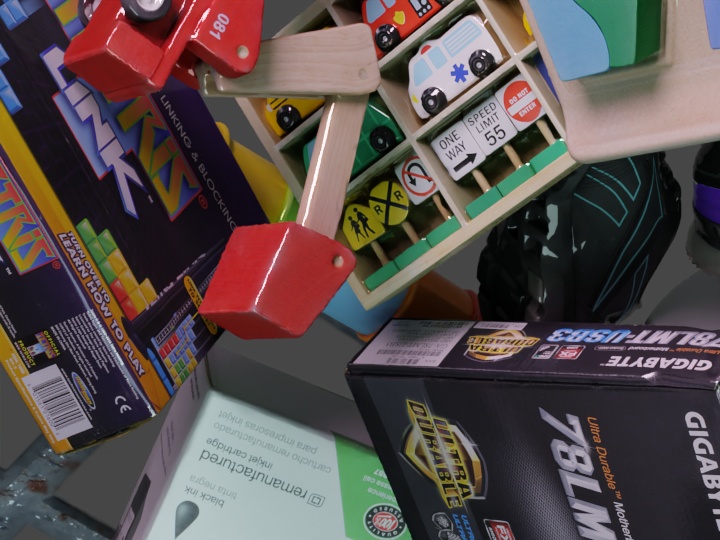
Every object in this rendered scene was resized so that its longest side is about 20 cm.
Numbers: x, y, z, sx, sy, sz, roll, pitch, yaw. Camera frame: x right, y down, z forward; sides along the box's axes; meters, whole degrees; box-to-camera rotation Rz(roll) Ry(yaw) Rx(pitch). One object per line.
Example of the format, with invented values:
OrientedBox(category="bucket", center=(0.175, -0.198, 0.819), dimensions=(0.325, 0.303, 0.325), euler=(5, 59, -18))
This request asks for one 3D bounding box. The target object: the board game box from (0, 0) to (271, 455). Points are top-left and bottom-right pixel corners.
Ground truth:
OrientedBox(category="board game box", center=(-0.121, -0.051, 0.889), dimensions=(0.057, 0.165, 0.201), euler=(-22, 105, 26))

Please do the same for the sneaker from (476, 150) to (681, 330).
OrientedBox(category="sneaker", center=(0.105, -0.048, 0.988), dimensions=(0.079, 0.075, 0.201), euler=(-11, 132, -25))

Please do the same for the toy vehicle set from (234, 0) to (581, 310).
OrientedBox(category="toy vehicle set", center=(0.043, -0.085, 0.927), dimensions=(0.200, 0.026, 0.125), euler=(-36, 84, 33))

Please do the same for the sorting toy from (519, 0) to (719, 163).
OrientedBox(category="sorting toy", center=(0.105, -0.143, 0.794), dimensions=(0.185, 0.036, 0.201), euler=(-8, 104, 53))

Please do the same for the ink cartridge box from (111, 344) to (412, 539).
OrientedBox(category="ink cartridge box", center=(-0.054, 0.161, 1.120), dimensions=(0.145, 0.084, 0.201), euler=(22, 102, -13))

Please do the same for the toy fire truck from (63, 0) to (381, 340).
OrientedBox(category="toy fire truck", center=(-0.040, -0.089, 0.874), dimensions=(0.141, 0.201, 0.049), euler=(35, 161, -26))

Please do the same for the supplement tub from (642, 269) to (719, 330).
OrientedBox(category="supplement tub", center=(0.220, 0.100, 1.059), dimensions=(0.131, 0.132, 0.200), euler=(-13, 130, 18))

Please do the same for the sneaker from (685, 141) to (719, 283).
OrientedBox(category="sneaker", center=(0.240, -0.033, 0.952), dimensions=(0.199, 0.070, 0.100), euler=(9, 125, 20))

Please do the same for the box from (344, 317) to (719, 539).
OrientedBox(category="box", center=(0.111, 0.116, 0.999), dimensions=(0.198, 0.050, 0.201), euler=(3, 125, 39))

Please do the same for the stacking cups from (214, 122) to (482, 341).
OrientedBox(category="stacking cups", center=(0.000, 0.000, 1.043), dimensions=(0.199, 0.061, 0.060), euler=(28, 130, -23))
